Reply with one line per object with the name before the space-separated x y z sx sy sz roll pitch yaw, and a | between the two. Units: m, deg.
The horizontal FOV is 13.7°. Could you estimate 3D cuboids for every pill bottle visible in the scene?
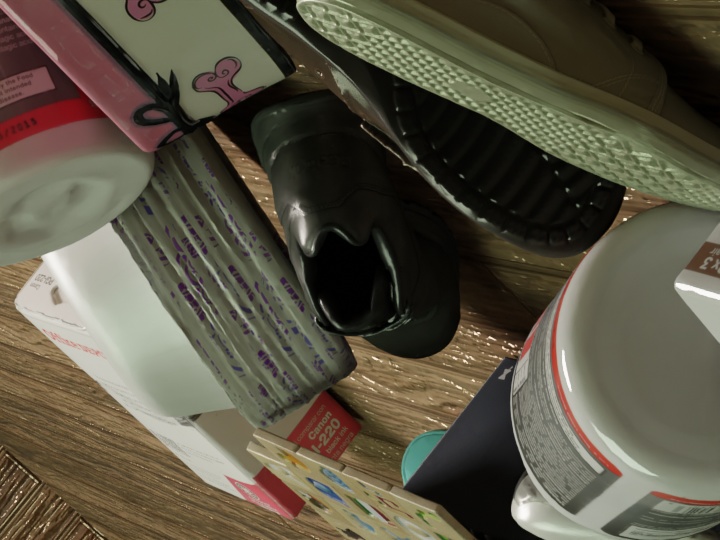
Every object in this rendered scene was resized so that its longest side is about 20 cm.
pill bottle | -0.182 -0.111 1.393 0.111 0.111 0.200 83 162 -72
pill bottle | 0.122 0.048 1.205 0.116 0.116 0.200 38 167 3

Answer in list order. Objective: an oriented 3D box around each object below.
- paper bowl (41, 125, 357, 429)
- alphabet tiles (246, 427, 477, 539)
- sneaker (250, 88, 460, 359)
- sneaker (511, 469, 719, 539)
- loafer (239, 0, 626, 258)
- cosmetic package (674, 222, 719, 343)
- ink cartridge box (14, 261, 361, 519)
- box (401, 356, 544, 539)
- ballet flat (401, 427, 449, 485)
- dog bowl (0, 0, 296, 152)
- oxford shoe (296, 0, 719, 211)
paper bowl | -0.096 -0.007 1.510 0.201 0.104 0.201 58 180 0
alphabet tiles | 0.035 0.137 1.487 0.200 0.006 0.166 19 162 45
sneaker | 0.000 0.000 1.397 0.200 0.076 0.091 54 -158 -55
sneaker | 0.153 0.145 1.365 0.200 0.087 0.075 23 -162 -19
loafer | 0.023 -0.085 1.159 0.200 0.073 0.071 44 178 1
cosmetic package | 0.212 0.051 1.070 0.200 0.074 0.102 49 163 -31
ink cartridge box | -0.116 0.062 1.983 0.200 0.085 0.146 43 167 -26
box | 0.145 0.148 1.512 0.182 0.104 0.200 45 165 -21
ballet flat | 0.104 0.144 1.715 0.200 0.070 0.069 24 160 47
dog bowl | -0.121 -0.132 1.257 0.200 0.074 0.200 46 179 1
oxford shoe | 0.072 -0.075 1.070 0.200 0.058 0.075 27 167 -17
